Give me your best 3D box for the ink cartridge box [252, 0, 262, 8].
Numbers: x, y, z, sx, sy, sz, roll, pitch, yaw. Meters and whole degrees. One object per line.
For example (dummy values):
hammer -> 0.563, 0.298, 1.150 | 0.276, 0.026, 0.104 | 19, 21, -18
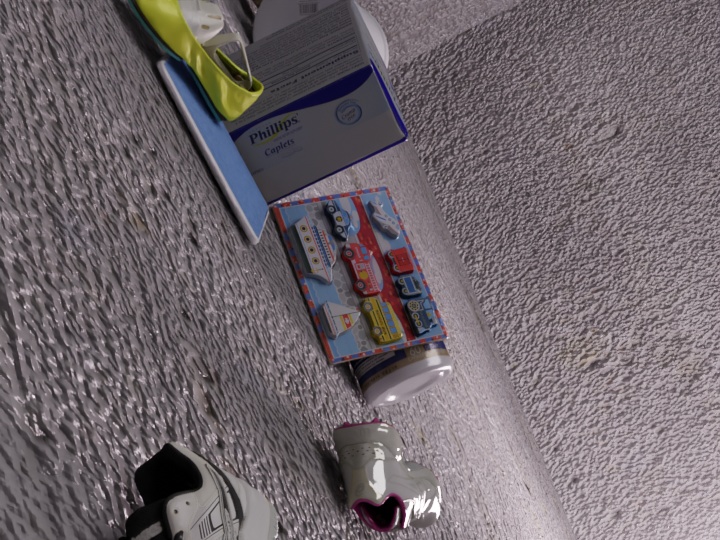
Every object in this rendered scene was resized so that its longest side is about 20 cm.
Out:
ink cartridge box -> -0.144, -0.464, 2.126 | 0.166, 0.075, 0.200 | 60, 8, 12

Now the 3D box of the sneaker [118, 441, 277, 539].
sneaker -> -0.093, 0.168, 0.715 | 0.088, 0.076, 0.201 | 44, 13, -23

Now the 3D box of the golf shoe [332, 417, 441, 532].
golf shoe -> 0.026, 0.219, 1.310 | 0.200, 0.074, 0.093 | 51, 31, -51

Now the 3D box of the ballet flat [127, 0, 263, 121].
ballet flat -> -0.155, -0.225, 1.344 | 0.200, 0.066, 0.067 | 53, 14, -50

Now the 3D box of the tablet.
tablet -> -0.147, -0.128, 1.382 | 0.202, 0.014, 0.130 | 62, 9, -14

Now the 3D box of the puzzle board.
puzzle board -> 0.000, 0.000, 1.532 | 0.202, 0.149, 0.017 | 68, -29, 22

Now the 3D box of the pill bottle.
pill bottle -> 0.022, 0.046, 1.594 | 0.202, 0.110, 0.111 | 67, 9, 17

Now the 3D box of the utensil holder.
utensil holder -> -0.059, -0.332, 2.022 | 0.172, 0.168, 0.200 | 65, 11, 6

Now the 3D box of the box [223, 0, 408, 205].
box -> -0.059, -0.195, 1.549 | 0.201, 0.182, 0.106 | -102, 165, -56
